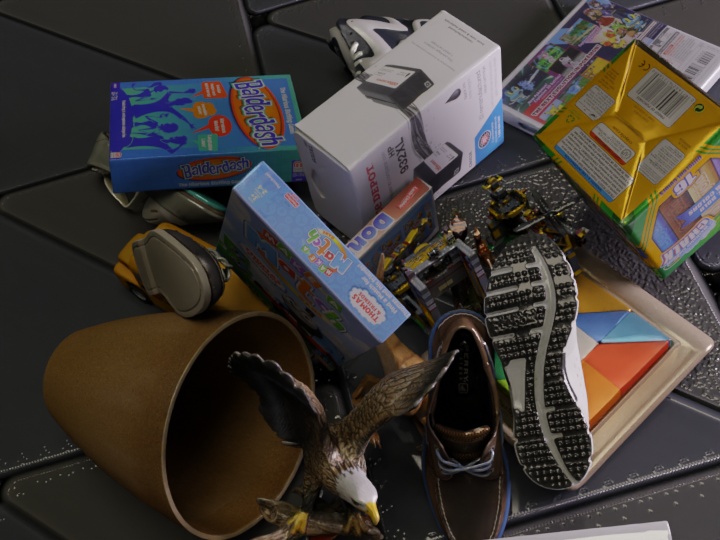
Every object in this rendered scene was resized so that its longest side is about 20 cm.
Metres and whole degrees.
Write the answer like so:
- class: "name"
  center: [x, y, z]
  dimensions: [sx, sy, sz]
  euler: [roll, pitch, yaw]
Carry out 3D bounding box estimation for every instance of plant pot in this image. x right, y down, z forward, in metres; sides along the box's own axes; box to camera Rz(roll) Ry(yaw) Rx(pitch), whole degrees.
- class: "plant pot"
  center: [-0.174, 0.112, 0.821]
  dimensions: [0.200, 0.186, 0.187]
  euler: [9, 58, 32]

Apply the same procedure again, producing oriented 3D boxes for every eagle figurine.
- class: "eagle figurine"
  center: [-0.016, 0.125, 0.720]
  dimensions: [0.151, 0.200, 0.152]
  euler: [22, 32, 27]

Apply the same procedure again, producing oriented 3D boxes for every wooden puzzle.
- class: "wooden puzzle"
  center: [0.182, 0.069, 0.851]
  dimensions: [0.200, 0.037, 0.185]
  euler: [-40, 58, -16]

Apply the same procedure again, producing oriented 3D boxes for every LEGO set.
- class: "LEGO set"
  center: [0.097, -0.022, 0.852]
  dimensions: [0.200, 0.116, 0.154]
  euler: [-29, 37, 0]

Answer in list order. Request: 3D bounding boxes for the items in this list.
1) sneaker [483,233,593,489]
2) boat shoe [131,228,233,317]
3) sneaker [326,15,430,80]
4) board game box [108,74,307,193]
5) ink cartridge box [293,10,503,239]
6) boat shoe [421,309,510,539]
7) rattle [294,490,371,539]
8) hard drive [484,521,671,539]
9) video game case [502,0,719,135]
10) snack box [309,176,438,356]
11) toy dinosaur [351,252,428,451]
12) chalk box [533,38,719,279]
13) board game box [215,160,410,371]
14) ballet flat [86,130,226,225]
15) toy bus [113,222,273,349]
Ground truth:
- class: "sneaker"
  center: [0.143, 0.071, 0.766]
  dimensions: [0.074, 0.080, 0.200]
  euler: [-5, 85, 13]
- class: "boat shoe"
  center: [-0.143, -0.008, 0.802]
  dimensions: [0.063, 0.073, 0.200]
  euler: [-19, 11, -22]
- class: "sneaker"
  center: [0.002, -0.215, 1.049]
  dimensions: [0.129, 0.080, 0.199]
  euler: [21, 63, 24]
- class: "board game box"
  center: [-0.163, -0.148, 1.010]
  dimensions: [0.200, 0.045, 0.152]
  euler: [-5, 42, -11]
- class: "ink cartridge box"
  center: [0.045, -0.135, 0.946]
  dimensions: [0.200, 0.145, 0.084]
  euler: [-40, 61, -16]
- class: "boat shoe"
  center: [0.079, 0.133, 0.760]
  dimensions: [0.072, 0.072, 0.200]
  euler: [-7, 90, 8]
- class: "rattle"
  center: [-0.089, 0.235, 0.737]
  dimensions: [0.200, 0.143, 0.130]
  euler: [-40, 40, -9]
- class: "hard drive"
  center: [0.143, 0.268, 0.719]
  dimensions: [0.200, 0.026, 0.132]
  euler: [-8, 69, 6]
- class: "video game case"
  center: [0.265, -0.202, 1.024]
  dimensions: [0.182, 0.023, 0.200]
  euler: [34, 70, 28]
- class: "snack box"
  center: [0.000, 0.000, 0.910]
  dimensions: [0.024, 0.072, 0.200]
  euler: [35, 69, 30]
- class: "toy dinosaur"
  center: [0.038, 0.093, 0.830]
  dimensions: [0.106, 0.060, 0.200]
  euler: [-37, 94, 7]
- class: "chalk box"
  center: [0.264, -0.086, 0.854]
  dimensions: [0.124, 0.200, 0.124]
  euler: [-44, 56, 9]
- class: "board game box"
  center: [-0.047, 0.006, 0.755]
  dimensions: [0.151, 0.200, 0.037]
  euler: [46, 72, 0]
- class: "ballet flat"
  center: [-0.222, -0.084, 1.025]
  dimensions: [0.200, 0.067, 0.064]
  euler: [35, 96, 29]
- class: "toy bus"
  center: [-0.155, 0.015, 0.926]
  dimensions: [0.200, 0.078, 0.065]
  euler: [27, 65, 25]
